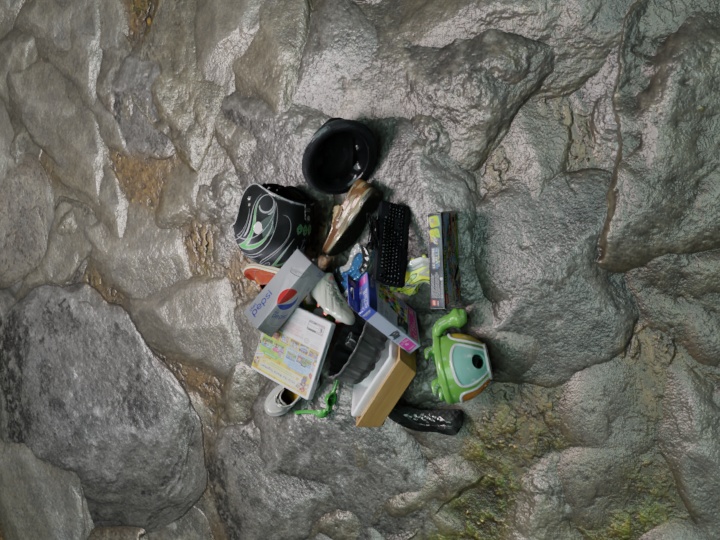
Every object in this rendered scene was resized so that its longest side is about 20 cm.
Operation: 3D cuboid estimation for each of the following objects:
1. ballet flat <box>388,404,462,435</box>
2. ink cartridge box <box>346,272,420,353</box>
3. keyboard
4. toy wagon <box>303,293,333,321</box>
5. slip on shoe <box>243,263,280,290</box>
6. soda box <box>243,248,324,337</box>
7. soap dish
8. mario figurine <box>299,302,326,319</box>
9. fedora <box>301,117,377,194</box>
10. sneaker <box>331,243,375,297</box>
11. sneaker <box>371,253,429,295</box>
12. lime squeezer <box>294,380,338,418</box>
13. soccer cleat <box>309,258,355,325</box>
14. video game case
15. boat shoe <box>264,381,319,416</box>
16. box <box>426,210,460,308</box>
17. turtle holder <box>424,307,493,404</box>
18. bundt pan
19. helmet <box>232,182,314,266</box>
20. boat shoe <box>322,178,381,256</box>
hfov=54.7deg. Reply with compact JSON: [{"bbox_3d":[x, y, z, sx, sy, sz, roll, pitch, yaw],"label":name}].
[{"bbox_3d":[0.148,0.343,1.630,0.196,0.057,0.067,5,141,28],"label":"ballet flat"},{"bbox_3d":[0.051,0.086,1.546,0.199,0.120,0.042,37,117,-25],"label":"ink cartridge box"},{"bbox_3d":[0.061,-0.066,1.549,0.102,0.040,0.204,9,66,-10],"label":"keyboard"},{"bbox_3d":[-0.137,0.099,1.747,0.152,0.039,0.205,2,98,28],"label":"toy wagon"},{"bbox_3d":[-0.238,0.023,1.741,0.198,0.073,0.062,9,79,50],"label":"slip on shoe"},{"bbox_3d":[-0.178,0.053,1.625,0.201,0.063,0.068,-49,52,1],"label":"soda box"},{"bbox_3d":[0.056,0.248,1.603,0.080,0.158,0.202,27,112,-9],"label":"soap dish"},{"bbox_3d":[-0.136,0.159,1.705,0.123,0.104,0.204,-43,62,62],"label":"mario figurine"},{"bbox_3d":[-0.054,-0.279,1.615,0.200,0.199,0.093,-43,41,24],"label":"fedora"},{"bbox_3d":[0.000,0.000,1.647,0.200,0.086,0.076,-45,67,48],"label":"sneaker"},{"bbox_3d":[0.090,0.026,1.599,0.197,0.075,0.078,-22,86,29],"label":"sneaker"},{"bbox_3d":[-0.090,0.326,1.760,0.201,0.037,0.071,-49,42,24],"label":"lime squeezer"},{"bbox_3d":[-0.076,0.051,1.642,0.200,0.069,0.078,43,104,31],"label":"soccer cleat"},{"bbox_3d":[-0.161,0.179,1.637,0.198,0.023,0.186,21,94,36],"label":"video game case"},{"bbox_3d":[-0.190,0.322,1.781,0.199,0.069,0.072,-34,78,32],"label":"boat shoe"},{"bbox_3d":[0.183,-0.025,1.524,0.034,0.110,0.205,0,97,26],"label":"box"},{"bbox_3d":[0.218,0.195,1.534,0.129,0.142,0.188,-14,50,13],"label":"turtle holder"},{"bbox_3d":[0.002,0.173,1.608,0.075,0.203,0.204,27,112,-13],"label":"bundt pan"},{"bbox_3d":[-0.210,-0.104,1.679,0.198,0.199,0.194,29,108,21],"label":"helmet"},{"bbox_3d":[-0.029,-0.127,1.649,0.074,0.075,0.201,46,112,26],"label":"boat shoe"}]
